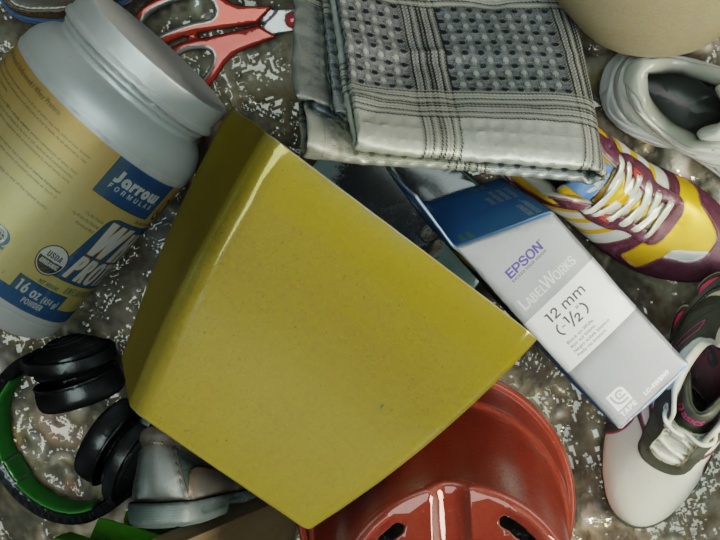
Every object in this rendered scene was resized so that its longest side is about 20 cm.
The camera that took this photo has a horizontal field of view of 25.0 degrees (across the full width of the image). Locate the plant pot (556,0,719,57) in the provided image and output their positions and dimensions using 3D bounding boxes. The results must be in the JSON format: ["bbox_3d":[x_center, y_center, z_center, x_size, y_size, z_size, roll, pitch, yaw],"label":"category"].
[{"bbox_3d":[0.189,-0.217,1.034,0.198,0.201,0.135,-1,129,4],"label":"plant pot"}]

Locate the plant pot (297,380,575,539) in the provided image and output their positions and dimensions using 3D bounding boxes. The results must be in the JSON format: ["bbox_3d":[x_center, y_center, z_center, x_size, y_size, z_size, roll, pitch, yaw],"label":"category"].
[{"bbox_3d":[0.055,0.181,1.048,0.199,0.195,0.203,0,99,-1],"label":"plant pot"}]

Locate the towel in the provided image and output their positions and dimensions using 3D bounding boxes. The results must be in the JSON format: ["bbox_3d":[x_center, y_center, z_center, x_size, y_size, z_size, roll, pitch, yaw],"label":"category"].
[{"bbox_3d":[0.051,-0.142,1.035,0.198,0.035,0.194,3,55,-12],"label":"towel"}]

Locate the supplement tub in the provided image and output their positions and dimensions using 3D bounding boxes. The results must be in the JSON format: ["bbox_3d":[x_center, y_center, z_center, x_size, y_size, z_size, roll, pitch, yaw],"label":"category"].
[{"bbox_3d":[-0.199,-0.071,1.078,0.145,0.145,0.200,42,99,0],"label":"supplement tub"}]

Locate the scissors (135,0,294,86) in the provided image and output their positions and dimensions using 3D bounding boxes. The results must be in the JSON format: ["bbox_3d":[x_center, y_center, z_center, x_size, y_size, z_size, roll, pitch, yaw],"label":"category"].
[{"bbox_3d":[-0.060,-0.179,1.126,0.198,0.014,0.074,-18,92,7],"label":"scissors"}]

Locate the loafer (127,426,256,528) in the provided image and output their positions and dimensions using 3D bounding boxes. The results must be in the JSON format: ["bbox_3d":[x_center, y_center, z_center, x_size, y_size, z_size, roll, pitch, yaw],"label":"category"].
[{"bbox_3d":[-0.104,0.125,1.065,0.071,0.200,0.064,-5,89,7],"label":"loafer"}]

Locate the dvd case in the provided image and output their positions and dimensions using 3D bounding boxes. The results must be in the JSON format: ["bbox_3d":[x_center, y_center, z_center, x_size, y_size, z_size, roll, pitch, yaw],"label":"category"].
[{"bbox_3d":[0.000,0.000,1.134,0.146,0.022,0.200,40,98,0],"label":"dvd case"}]

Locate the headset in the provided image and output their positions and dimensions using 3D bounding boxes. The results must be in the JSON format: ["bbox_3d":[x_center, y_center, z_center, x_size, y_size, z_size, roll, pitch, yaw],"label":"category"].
[{"bbox_3d":[-0.174,0.094,1.132,0.199,0.094,0.124,-33,90,28],"label":"headset"}]

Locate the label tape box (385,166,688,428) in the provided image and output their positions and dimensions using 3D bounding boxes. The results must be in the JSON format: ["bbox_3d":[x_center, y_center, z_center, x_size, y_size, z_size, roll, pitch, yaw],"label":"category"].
[{"bbox_3d":[0.107,-0.005,1.043,0.066,0.143,0.200,-41,104,2],"label":"label tape box"}]

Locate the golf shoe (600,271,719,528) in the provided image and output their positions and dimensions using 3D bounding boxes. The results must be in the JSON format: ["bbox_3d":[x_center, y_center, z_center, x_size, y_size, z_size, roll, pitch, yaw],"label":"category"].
[{"bbox_3d":[0.209,0.097,1.080,0.077,0.088,0.201,24,116,7],"label":"golf shoe"}]

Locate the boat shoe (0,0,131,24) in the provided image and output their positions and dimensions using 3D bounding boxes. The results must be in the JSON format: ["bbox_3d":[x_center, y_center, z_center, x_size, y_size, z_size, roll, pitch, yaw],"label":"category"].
[{"bbox_3d":[-0.160,-0.221,1.100,0.198,0.072,0.073,-19,94,6],"label":"boat shoe"}]

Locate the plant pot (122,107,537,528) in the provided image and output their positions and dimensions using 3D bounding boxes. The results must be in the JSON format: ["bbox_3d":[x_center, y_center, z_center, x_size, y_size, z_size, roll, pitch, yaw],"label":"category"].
[{"bbox_3d":[-0.042,0.036,1.002,0.199,0.200,0.177,37,91,-14],"label":"plant pot"}]

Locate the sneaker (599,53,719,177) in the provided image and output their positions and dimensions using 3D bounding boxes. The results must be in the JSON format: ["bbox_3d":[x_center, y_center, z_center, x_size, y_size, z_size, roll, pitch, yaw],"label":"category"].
[{"bbox_3d":[0.253,-0.090,1.067,0.198,0.099,0.079,19,96,2],"label":"sneaker"}]

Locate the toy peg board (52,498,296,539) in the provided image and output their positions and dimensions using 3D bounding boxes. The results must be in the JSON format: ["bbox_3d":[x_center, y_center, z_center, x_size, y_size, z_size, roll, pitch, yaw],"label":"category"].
[{"bbox_3d":[-0.136,0.250,1.090,0.097,0.200,0.201,12,97,21],"label":"toy peg board"}]

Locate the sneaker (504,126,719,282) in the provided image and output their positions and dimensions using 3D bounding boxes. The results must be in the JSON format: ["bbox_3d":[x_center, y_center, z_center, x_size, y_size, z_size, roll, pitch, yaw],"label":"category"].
[{"bbox_3d":[0.165,-0.051,1.082,0.199,0.090,0.075,28,96,2],"label":"sneaker"}]
